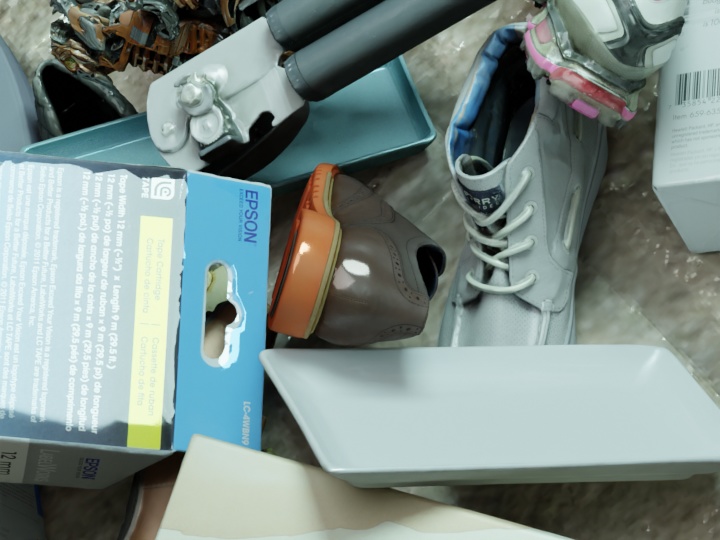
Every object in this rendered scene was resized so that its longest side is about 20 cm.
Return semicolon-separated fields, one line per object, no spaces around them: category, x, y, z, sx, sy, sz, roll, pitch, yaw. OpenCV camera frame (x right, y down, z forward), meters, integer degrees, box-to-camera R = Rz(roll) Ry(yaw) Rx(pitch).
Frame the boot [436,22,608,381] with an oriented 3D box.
boot;0.062;-0.014;1.325;0.073;0.096;0.201;-2;61;25

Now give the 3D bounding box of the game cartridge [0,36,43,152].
game cartridge;-0.234;-0.064;1.539;0.133;0.040;0.201;-32;53;10

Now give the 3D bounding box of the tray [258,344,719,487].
tray;0.062;0.066;1.243;0.199;0.022;0.107;0;25;-20

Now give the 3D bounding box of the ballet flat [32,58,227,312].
ballet flat;-0.115;-0.032;1.447;0.066;0.057;0.200;-41;53;0

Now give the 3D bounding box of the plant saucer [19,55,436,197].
plant saucer;-0.065;-0.058;1.424;0.199;0.019;0.070;-16;54;-8

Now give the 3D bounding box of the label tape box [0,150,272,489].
label tape box;-0.145;0.023;1.321;0.198;0.066;0.144;6;65;-10

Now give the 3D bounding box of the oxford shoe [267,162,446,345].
oxford shoe;0.000;0.000;1.328;0.072;0.200;0.072;17;104;-2

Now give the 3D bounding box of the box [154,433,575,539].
box;0.014;0.144;1.223;0.199;0.095;0.078;15;68;11

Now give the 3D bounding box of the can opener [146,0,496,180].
can opener;-0.016;-0.105;1.350;0.199;0.066;0.053;-31;69;23

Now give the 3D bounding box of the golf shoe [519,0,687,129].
golf shoe;0.116;-0.147;1.324;0.092;0.072;0.200;-54;23;23

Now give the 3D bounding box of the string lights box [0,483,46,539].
string lights box;-0.209;0.046;1.396;0.059;0.103;0.201;-17;67;16

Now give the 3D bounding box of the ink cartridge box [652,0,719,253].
ink cartridge box;0.204;-0.115;1.333;0.115;0.067;0.201;-6;60;24

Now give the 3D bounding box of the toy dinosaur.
toy dinosaur;-0.053;-0.139;1.399;0.199;0.137;0.102;-10;26;-12

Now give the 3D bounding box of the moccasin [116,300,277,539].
moccasin;-0.070;0.108;1.335;0.077;0.074;0.202;10;62;15
